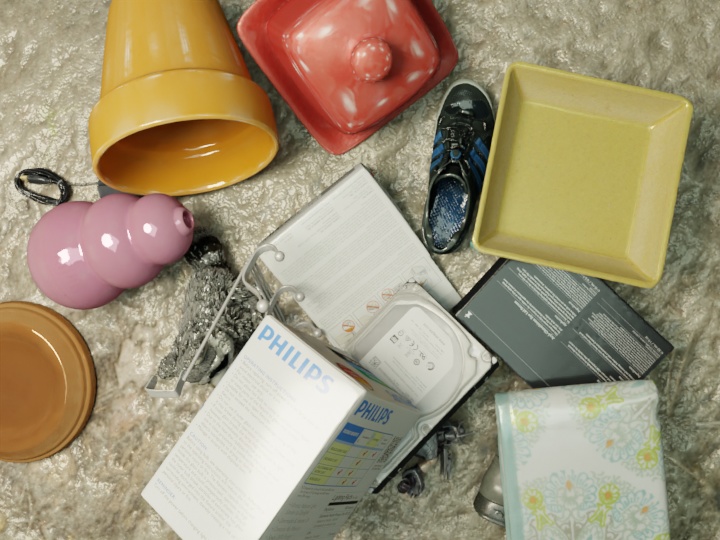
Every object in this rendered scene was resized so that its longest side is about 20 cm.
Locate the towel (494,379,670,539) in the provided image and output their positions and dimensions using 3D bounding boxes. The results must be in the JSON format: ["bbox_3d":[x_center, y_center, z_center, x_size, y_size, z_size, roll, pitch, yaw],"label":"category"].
[{"bbox_3d":[0.235,0.221,0.843,0.169,0.048,0.203,-7,97,6],"label":"towel"}]

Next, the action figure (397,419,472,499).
[{"bbox_3d":[0.033,0.201,0.920,0.197,0.069,0.132,-6,88,2],"label":"action figure"}]

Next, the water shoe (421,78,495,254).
[{"bbox_3d":[0.113,-0.117,0.889,0.071,0.079,0.203,8,94,4],"label":"water shoe"}]

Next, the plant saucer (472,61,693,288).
[{"bbox_3d":[0.228,-0.097,0.828,0.197,0.048,0.203,12,87,0],"label":"plant saucer"}]

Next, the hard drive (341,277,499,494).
[{"bbox_3d":[0.037,0.126,0.876,0.200,0.038,0.140,-45,68,-1],"label":"hard drive"}]

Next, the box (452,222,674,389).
[{"bbox_3d":[0.223,0.065,0.891,0.200,0.079,0.141,44,92,1],"label":"box"}]

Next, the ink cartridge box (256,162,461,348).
[{"bbox_3d":[0.000,0.000,0.934,0.162,0.050,0.201,-37,107,5],"label":"ink cartridge box"}]

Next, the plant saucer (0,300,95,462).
[{"bbox_3d":[-0.427,0.140,0.971,0.197,0.037,0.203,0,93,4],"label":"plant saucer"}]

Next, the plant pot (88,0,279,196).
[{"bbox_3d":[-0.203,-0.205,0.867,0.198,0.200,0.185,-14,77,5],"label":"plant pot"}]

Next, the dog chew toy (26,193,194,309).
[{"bbox_3d":[-0.276,-0.030,0.892,0.198,0.124,0.126,-15,92,21],"label":"dog chew toy"}]

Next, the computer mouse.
[{"bbox_3d":[-0.325,-0.107,0.950,0.197,0.034,0.059,-3,94,5],"label":"computer mouse"}]

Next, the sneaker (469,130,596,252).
[{"bbox_3d":[0.178,-0.111,0.892,0.091,0.078,0.201,39,86,5],"label":"sneaker"}]

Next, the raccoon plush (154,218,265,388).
[{"bbox_3d":[-0.197,0.042,0.891,0.200,0.134,0.097,48,121,15],"label":"raccoon plush"}]

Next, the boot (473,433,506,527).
[{"bbox_3d":[0.236,0.247,0.904,0.198,0.068,0.132,20,95,5],"label":"boot"}]

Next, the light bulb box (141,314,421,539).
[{"bbox_3d":[-0.065,0.173,0.763,0.124,0.198,0.201,35,88,24],"label":"light bulb box"}]

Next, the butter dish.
[{"bbox_3d":[0.000,-0.234,0.839,0.199,0.148,0.201,-36,116,5],"label":"butter dish"}]

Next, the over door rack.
[{"bbox_3d":[-0.114,0.095,0.828,0.066,0.149,0.201,14,54,31],"label":"over door rack"}]
